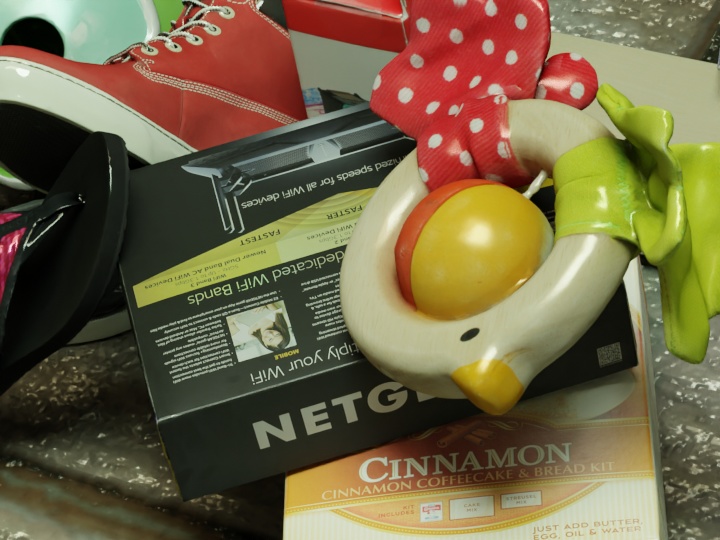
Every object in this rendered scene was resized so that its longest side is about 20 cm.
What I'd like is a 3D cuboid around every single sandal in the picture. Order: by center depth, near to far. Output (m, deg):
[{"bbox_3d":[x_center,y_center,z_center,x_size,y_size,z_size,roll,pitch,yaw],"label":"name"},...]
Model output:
[{"bbox_3d":[-0.161,0.013,1.270,0.045,0.200,0.075,19,42,-31],"label":"sandal"}]

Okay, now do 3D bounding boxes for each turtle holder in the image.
[{"bbox_3d":[-0.137,-0.096,1.425,0.141,0.186,0.132,-17,30,45],"label":"turtle holder"}]

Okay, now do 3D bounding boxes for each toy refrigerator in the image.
[{"bbox_3d":[0.163,-0.045,1.340,0.199,0.070,0.076,13,41,24],"label":"toy refrigerator"}]

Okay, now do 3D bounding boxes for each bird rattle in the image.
[{"bbox_3d":[0.055,-0.028,1.139,0.163,0.113,0.200,-49,49,-10],"label":"bird rattle"}]

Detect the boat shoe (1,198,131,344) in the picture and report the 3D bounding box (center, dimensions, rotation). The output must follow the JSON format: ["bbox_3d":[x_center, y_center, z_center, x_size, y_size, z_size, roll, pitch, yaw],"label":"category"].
[{"bbox_3d":[-0.194,0.007,1.366,0.199,0.060,0.076,-17,43,-5],"label":"boat shoe"}]

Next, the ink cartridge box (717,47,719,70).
[{"bbox_3d":[0.265,-0.096,1.337,0.199,0.037,0.095,7,12,7],"label":"ink cartridge box"}]

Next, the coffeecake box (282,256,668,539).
[{"bbox_3d":[0.049,0.070,1.236,0.153,0.073,0.200,-7,42,7],"label":"coffeecake box"}]

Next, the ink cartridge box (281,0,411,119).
[{"bbox_3d":[0.026,-0.111,1.339,0.067,0.201,0.116,14,48,26],"label":"ink cartridge box"}]

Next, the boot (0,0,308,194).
[{"bbox_3d":[-0.094,-0.100,1.327,0.072,0.200,0.145,-12,66,42],"label":"boot"}]

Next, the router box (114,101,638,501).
[{"bbox_3d":[0.000,0.000,1.230,0.199,0.052,0.158,-16,42,-2],"label":"router box"}]
